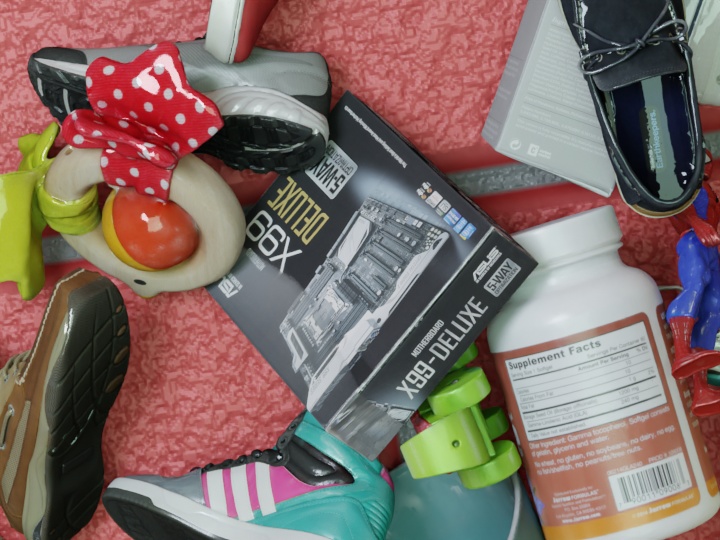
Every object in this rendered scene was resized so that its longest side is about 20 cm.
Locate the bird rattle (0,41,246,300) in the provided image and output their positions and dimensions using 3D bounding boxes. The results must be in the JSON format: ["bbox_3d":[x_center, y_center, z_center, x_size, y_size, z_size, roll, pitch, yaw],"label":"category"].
[{"bbox_3d":[-0.141,-0.053,1.705,0.200,0.113,0.163,-30,124,36],"label":"bird rattle"}]

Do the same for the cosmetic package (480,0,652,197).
[{"bbox_3d":[0.147,-0.158,1.716,0.090,0.107,0.201,21,98,-5],"label":"cosmetic package"}]

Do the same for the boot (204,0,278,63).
[{"bbox_3d":[-0.009,-0.206,1.712,0.144,0.072,0.201,21,80,-6],"label":"boot"}]

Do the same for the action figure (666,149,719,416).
[{"bbox_3d":[0.213,-0.004,1.707,0.052,0.200,0.065,-22,133,20],"label":"action figure"}]

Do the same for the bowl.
[{"bbox_3d":[0.053,0.218,1.732,0.201,0.201,0.105,-43,115,5],"label":"bowl"}]

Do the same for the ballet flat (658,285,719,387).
[{"bbox_3d":[0.217,0.044,1.765,0.199,0.069,0.070,9,97,2],"label":"ballet flat"}]

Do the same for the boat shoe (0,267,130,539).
[{"bbox_3d":[-0.201,0.086,1.733,0.074,0.076,0.201,29,123,24],"label":"boat shoe"}]

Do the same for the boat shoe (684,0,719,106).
[{"bbox_3d":[0.249,-0.197,1.727,0.086,0.075,0.203,19,98,-2],"label":"boat shoe"}]

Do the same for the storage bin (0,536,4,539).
[{"bbox_3d":[-0.283,0.261,1.769,0.200,0.094,0.199,44,94,-6],"label":"storage bin"}]

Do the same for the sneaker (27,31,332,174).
[{"bbox_3d":[-0.113,-0.115,1.744,0.199,0.074,0.080,9,58,7],"label":"sneaker"}]

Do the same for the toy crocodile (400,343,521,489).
[{"bbox_3d":[0.055,0.089,1.698,0.062,0.200,0.068,-23,103,3],"label":"toy crocodile"}]

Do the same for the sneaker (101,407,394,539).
[{"bbox_3d":[-0.060,0.135,1.765,0.199,0.084,0.121,13,54,28],"label":"sneaker"}]

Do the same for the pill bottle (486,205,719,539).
[{"bbox_3d":[0.142,0.067,1.687,0.112,0.112,0.201,-16,91,1],"label":"pill bottle"}]

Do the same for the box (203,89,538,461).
[{"bbox_3d":[0.000,0.000,1.692,0.158,0.200,0.050,-50,129,6],"label":"box"}]

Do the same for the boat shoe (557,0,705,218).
[{"bbox_3d":[0.164,-0.127,1.638,0.074,0.062,0.201,-14,97,0],"label":"boat shoe"}]
